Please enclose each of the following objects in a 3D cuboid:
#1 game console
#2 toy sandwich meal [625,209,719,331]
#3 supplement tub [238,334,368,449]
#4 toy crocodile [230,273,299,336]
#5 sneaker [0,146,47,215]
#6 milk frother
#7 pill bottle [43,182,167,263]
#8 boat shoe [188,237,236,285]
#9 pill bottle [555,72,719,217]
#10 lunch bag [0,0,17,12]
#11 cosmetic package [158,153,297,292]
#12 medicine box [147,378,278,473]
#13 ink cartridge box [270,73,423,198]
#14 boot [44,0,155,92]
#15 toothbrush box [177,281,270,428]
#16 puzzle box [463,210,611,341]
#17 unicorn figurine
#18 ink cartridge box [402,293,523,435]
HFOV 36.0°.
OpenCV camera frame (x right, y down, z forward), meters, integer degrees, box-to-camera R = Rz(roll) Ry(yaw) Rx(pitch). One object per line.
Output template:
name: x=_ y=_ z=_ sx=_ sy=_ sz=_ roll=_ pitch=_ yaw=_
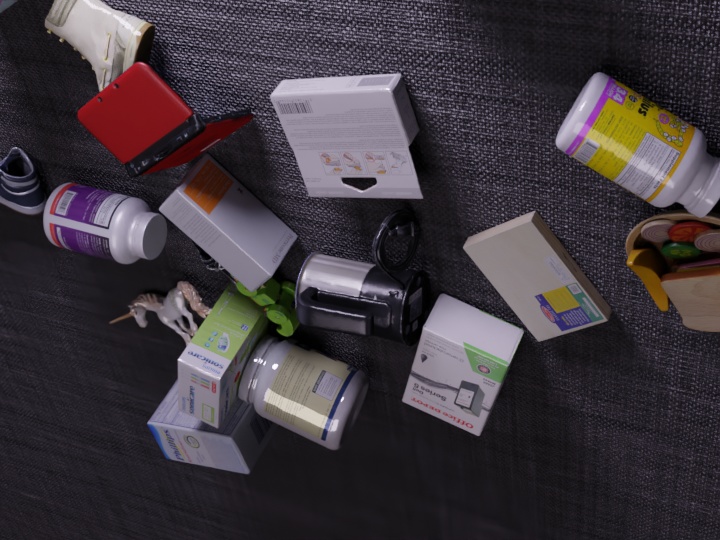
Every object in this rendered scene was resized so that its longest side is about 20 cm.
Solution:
game console: x=-0.289 y=-0.229 z=1.644 sx=0.199 sy=0.171 sz=0.120 roll=-23 pitch=89 yaw=45
toy sandwich meal: x=0.431 y=0.003 z=1.422 sx=0.202 sy=0.071 sz=0.206 roll=16 pitch=151 yaw=9
supplement tub: x=-0.099 y=0.209 z=1.936 sx=0.198 sy=0.146 sz=0.146 roll=24 pitch=140 yaw=9
toy crocodile: x=-0.162 y=0.031 z=1.845 sx=0.061 sy=0.068 sz=0.200 roll=-13 pitch=132 yaw=38
sneaker: x=-0.652 y=-0.174 z=1.962 sx=0.197 sy=0.071 sz=0.109 roll=17 pitch=143 yaw=7
milk frother: x=0.000 y=0.000 z=1.695 sx=0.185 sy=0.180 sz=0.204 roll=10 pitch=93 yaw=23
pill bottle: x=-0.432 y=-0.077 z=1.887 sx=0.197 sy=0.113 sz=0.114 roll=14 pitch=137 yaw=20
boat shoe: x=-0.237 y=-0.031 z=1.844 sx=0.071 sy=0.068 sz=0.201 roll=-6 pitch=127 yaw=36
pill bottle: x=0.342 y=-0.146 z=1.332 sx=0.198 sy=0.105 sz=0.105 roll=31 pitch=140 yaw=1
lunch bag: x=-0.537 y=-0.413 z=1.549 sx=0.169 sy=0.201 sz=0.122 roll=-19 pitch=120 yaw=44
cosmetic package: x=-0.207 y=-0.075 z=1.756 sx=0.200 sy=0.102 sz=0.071 roll=42 pitch=138 yaw=-13
medicine box: x=-0.261 y=0.263 z=2.065 sx=0.197 sy=0.183 sz=0.104 roll=4 pitch=133 yaw=29
ink cartridge box: x=-0.011 y=-0.186 z=1.562 sx=0.197 sy=0.045 sz=0.178 roll=3 pitch=131 yaw=31
boot: x=-0.397 y=-0.322 z=1.652 sx=0.153 sy=0.072 sz=0.201 roll=31 pitch=135 yaw=0
toothbrush box: x=-0.233 y=0.142 z=1.913 sx=0.085 sy=0.201 sz=0.147 roll=22 pitch=139 yaw=11
puzzle box: x=0.256 y=0.012 z=1.606 sx=0.132 sy=0.026 sz=0.200 roll=-21 pitch=117 yaw=43
unicorn figurine: x=-0.343 y=0.077 z=2.029 sx=0.138 sy=0.074 sz=0.200 roll=47 pitch=124 yaw=-3
ink cartridge box: x=0.160 y=0.153 z=1.762 sx=0.144 sy=0.084 sz=0.202 roll=23 pitch=139 yaw=10
